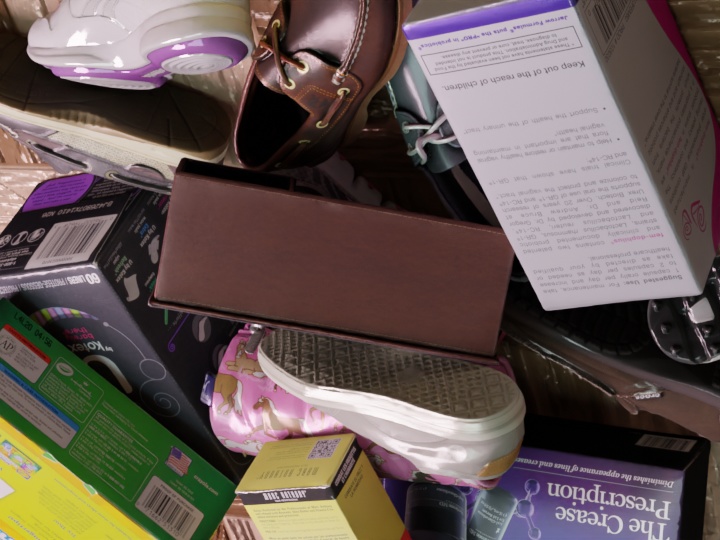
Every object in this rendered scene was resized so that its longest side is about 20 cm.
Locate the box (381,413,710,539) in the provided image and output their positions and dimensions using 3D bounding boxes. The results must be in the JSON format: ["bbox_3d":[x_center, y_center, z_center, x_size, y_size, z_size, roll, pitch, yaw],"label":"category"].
[{"bbox_3d":[0.117,0.171,1.292,0.199,0.079,0.142,6,105,21],"label":"box"}]

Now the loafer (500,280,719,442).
[{"bbox_3d":[0.159,0.055,1.203,0.199,0.073,0.071,27,136,1],"label":"loafer"}]

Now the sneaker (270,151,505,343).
[{"bbox_3d":[0.000,0.000,1.221,0.200,0.088,0.074,38,136,-11],"label":"sneaker"}]

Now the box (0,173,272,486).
[{"bbox_3d":[-0.147,0.042,1.320,0.122,0.106,0.200,-7,128,35],"label":"box"}]

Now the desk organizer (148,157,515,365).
[{"bbox_3d":[-0.015,-0.006,1.136,0.199,0.072,0.077,10,100,-3],"label":"desk organizer"}]

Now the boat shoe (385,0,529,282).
[{"bbox_3d":[0.059,-0.079,1.135,0.073,0.062,0.200,-13,123,37],"label":"boat shoe"}]

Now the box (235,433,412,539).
[{"bbox_3d":[0.001,0.194,1.246,0.075,0.050,0.200,-9,121,34],"label":"box"}]

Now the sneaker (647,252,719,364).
[{"bbox_3d":[0.259,-0.003,1.109,0.199,0.090,0.067,-22,82,15],"label":"sneaker"}]

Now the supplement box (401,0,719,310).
[{"bbox_3d":[0.118,-0.087,1.069,0.103,0.101,0.200,-9,126,33],"label":"supplement box"}]

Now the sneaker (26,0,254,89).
[{"bbox_3d":[-0.125,-0.159,1.158,0.075,0.100,0.200,4,175,-41],"label":"sneaker"}]

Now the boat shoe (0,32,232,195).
[{"bbox_3d":[-0.179,-0.090,1.237,0.200,0.072,0.066,16,131,6],"label":"boat shoe"}]

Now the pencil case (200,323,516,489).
[{"bbox_3d":[0.003,0.083,1.244,0.199,0.083,0.087,6,156,28],"label":"pencil case"}]

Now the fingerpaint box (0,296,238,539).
[{"bbox_3d":[-0.204,0.129,1.304,0.200,0.073,0.167,40,142,-11],"label":"fingerpaint box"}]

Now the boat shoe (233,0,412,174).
[{"bbox_3d":[-0.025,-0.114,1.103,0.071,0.070,0.200,58,155,21],"label":"boat shoe"}]

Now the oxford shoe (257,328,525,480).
[{"bbox_3d":[0.015,0.075,1.155,0.200,0.075,0.058,18,134,41],"label":"oxford shoe"}]
